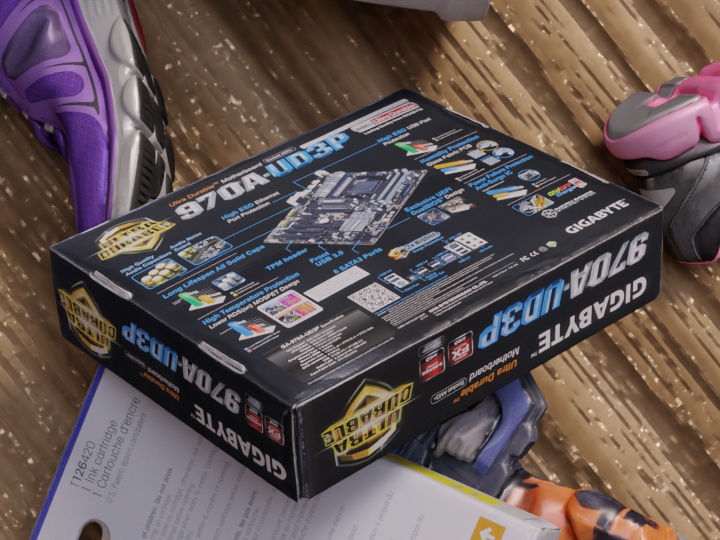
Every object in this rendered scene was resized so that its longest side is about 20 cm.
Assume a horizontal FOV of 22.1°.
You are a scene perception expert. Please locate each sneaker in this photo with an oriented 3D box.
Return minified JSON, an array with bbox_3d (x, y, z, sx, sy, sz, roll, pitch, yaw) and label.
[{"bbox_3d":[-0.135,-0.088,0.818,0.083,0.081,0.201,-18,70,0],"label":"sneaker"},{"bbox_3d":[0.213,-0.064,0.873,0.199,0.079,0.096,-23,100,-13],"label":"sneaker"}]

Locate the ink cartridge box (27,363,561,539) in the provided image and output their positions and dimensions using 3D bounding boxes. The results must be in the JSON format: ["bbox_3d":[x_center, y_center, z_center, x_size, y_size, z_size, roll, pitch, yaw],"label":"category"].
[{"bbox_3d":[-0.048,0.155,0.738,0.199,0.047,0.199,23,90,24],"label":"ink cartridge box"}]

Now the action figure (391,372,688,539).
[{"bbox_3d":[0.041,0.130,0.793,0.193,0.105,0.200,43,98,10],"label":"action figure"}]

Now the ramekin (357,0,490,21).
[{"bbox_3d":[0.008,-0.212,0.803,0.104,0.200,0.202,3,76,0],"label":"ramekin"}]

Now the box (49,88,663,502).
[{"bbox_3d":[0.000,0.000,0.748,0.199,0.046,0.159,-27,39,-33],"label":"box"}]
